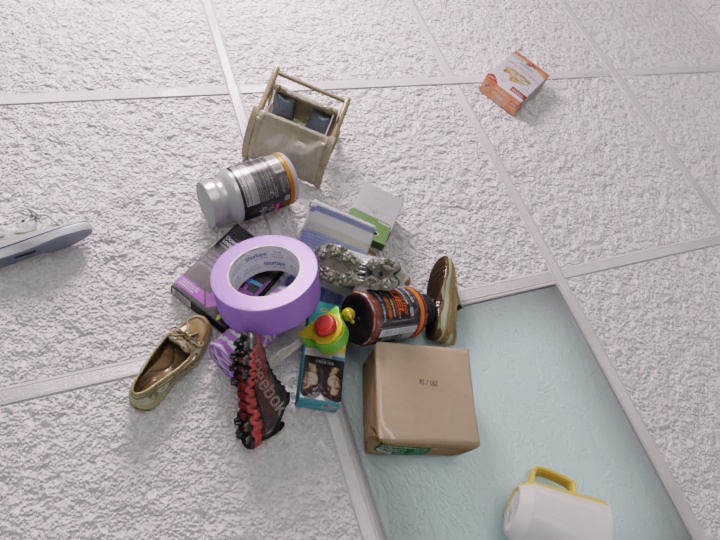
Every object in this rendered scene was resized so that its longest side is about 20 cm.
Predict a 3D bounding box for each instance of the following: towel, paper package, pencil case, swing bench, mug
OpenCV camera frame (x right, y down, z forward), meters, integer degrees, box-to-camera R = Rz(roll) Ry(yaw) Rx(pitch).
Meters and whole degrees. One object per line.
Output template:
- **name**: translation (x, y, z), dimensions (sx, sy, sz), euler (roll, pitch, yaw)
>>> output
- **towel**: translation (-0.065, -0.025, 1.138), dimensions (0.144, 0.204, 0.024), euler (20, 11, -3)
- **paper package**: translation (0.110, 0.244, 1.054), dimensions (0.196, 0.104, 0.194), euler (7, 57, -14)
- **pencil case**: translation (-0.191, 0.114, 1.057), dimensions (0.199, 0.084, 0.086), euler (-41, 98, -31)
- **swing bench**: translation (-0.149, -0.332, 1.311), dimensions (0.195, 0.130, 0.203), euler (20, 56, -5)
- **mug**: translation (0.337, 0.450, 1.000), dimensions (0.150, 0.187, 0.152), euler (20, 87, 7)

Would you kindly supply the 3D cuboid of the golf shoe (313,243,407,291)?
- **golf shoe**: translation (0.000, 0.000, 1.093), dimensions (0.197, 0.097, 0.080), euler (16, 94, 26)

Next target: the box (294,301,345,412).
- **box**: translation (-0.072, 0.162, 1.079), dimensions (0.081, 0.049, 0.203), euler (11, 57, -10)

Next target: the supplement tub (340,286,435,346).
- **supplement tub**: translation (0.061, 0.087, 1.113), dimensions (0.198, 0.107, 0.108), euler (-3, 57, -44)

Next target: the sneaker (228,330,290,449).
- **sneaker**: translation (-0.172, 0.201, 0.976), dimensions (0.096, 0.070, 0.205), euler (-9, 99, -35)

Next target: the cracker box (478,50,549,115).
- **cracker box**: translation (0.464, -0.566, 1.687), dimensions (0.133, 0.058, 0.200), euler (39, 57, 9)

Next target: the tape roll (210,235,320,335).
- **tape roll**: translation (-0.173, 0.023, 1.039), dimensions (0.195, 0.066, 0.202), euler (-2, 44, 2)

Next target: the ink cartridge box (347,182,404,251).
- **ink cartridge box**: translation (0.022, -0.108, 1.236), dimensions (0.102, 0.060, 0.201), euler (25, 38, 0)

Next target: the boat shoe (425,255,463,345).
- **boat shoe**: translation (0.187, 0.067, 1.216), dimensions (0.075, 0.071, 0.204), euler (22, 62, -20)

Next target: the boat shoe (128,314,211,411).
- **boat shoe**: translation (-0.332, 0.154, 0.995), dimensions (0.072, 0.063, 0.202), euler (28, 55, 2)

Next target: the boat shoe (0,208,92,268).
- **boat shoe**: translation (-0.610, -0.074, 1.040), dimensions (0.199, 0.075, 0.087), euler (-23, 85, -21)

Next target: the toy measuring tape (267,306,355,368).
- **toy measuring tape**: translation (-0.085, 0.138, 1.016), dimensions (0.199, 0.074, 0.074), euler (-37, 74, -11)

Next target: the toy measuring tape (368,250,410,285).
- **toy measuring tape**: translation (0.008, -0.006, 1.192), dimensions (0.198, 0.074, 0.074), euler (31, 55, -3)

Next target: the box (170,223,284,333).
- **box**: translation (-0.257, 0.013, 1.122), dimensions (0.142, 0.036, 0.201), euler (35, 55, 6)

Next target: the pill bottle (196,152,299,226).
- **pill bottle**: translation (-0.238, -0.170, 1.192), dimensions (0.197, 0.117, 0.117), euler (-24, 68, -27)
